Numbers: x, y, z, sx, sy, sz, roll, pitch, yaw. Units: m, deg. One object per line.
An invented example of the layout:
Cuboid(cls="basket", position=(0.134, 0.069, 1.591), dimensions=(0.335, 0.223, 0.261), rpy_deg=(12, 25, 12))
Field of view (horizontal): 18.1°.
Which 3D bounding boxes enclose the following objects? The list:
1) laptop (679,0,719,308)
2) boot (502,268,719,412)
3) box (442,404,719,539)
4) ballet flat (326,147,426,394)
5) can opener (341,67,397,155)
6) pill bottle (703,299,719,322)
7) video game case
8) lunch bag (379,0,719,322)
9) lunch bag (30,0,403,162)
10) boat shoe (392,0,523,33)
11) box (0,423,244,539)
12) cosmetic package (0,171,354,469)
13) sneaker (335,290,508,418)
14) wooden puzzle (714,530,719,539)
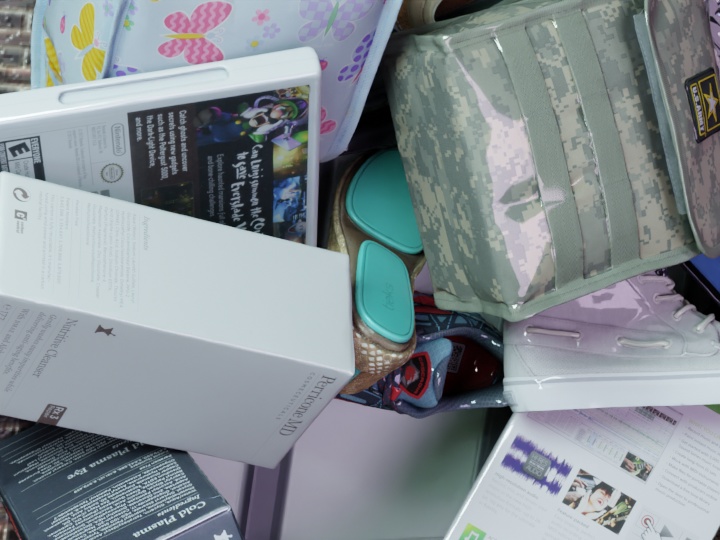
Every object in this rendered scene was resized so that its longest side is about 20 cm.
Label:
Cuboid(cls="laptop", position=(0.253, -0.080, 1.404), dimensions=(0.200, 0.103, 0.177), rpy_deg=(-45, 105, -2))
Cuboid(cls="boot", position=(0.182, 0.032, 1.336), dimensions=(0.199, 0.074, 0.096), rpy_deg=(-2, 87, -4))
Cuboid(cls="box", position=(0.158, 0.118, 1.376), dimensions=(0.144, 0.036, 0.200), rpy_deg=(30, 80, 4))
Cuboid(cls="ballet flat", position=(0.000, 0.000, 1.298), dimensions=(0.070, 0.200, 0.065), rpy_deg=(34, 121, -12))
Cuboid(cls="can opener", position=(0.063, -0.112, 1.346), dimensions=(0.199, 0.079, 0.064), rpy_deg=(-10, 116, -14))
Cuboid(cls="pill bottle", position=(0.201, 0.099, 1.456), dimensions=(0.200, 0.112, 0.112), rpy_deg=(-42, 121, -10))
Cuboid(cls="video game case", position=(-0.112, -0.037, 1.212), dimensions=(0.181, 0.023, 0.200), rpy_deg=(-9, 146, -9))
Cuboid(cls="lunch bag", position=(0.129, -0.077, 1.267), dimensions=(0.199, 0.117, 0.165), rpy_deg=(-18, 101, -24))
Cuboid(cls="lunch bag", position=(-0.086, -0.128, 1.220), dimensions=(0.169, 0.127, 0.200), rpy_deg=(-5, 140, -23))
Cuboid(cls="boat shoe", position=(0.103, -0.190, 1.335), dimensions=(0.200, 0.068, 0.075), rpy_deg=(-33, 119, -15))
Cuboid(cls="box", position=(-0.115, 0.195, 1.274), dimensions=(0.104, 0.182, 0.201), rpy_deg=(-26, 116, -13))
Cuboid(cls="cosmetic package", position=(-0.114, 0.030, 1.187), dimensions=(0.199, 0.081, 0.113), rpy_deg=(14, 142, -19))
Cuboid(cls="sneaker", position=(0.015, 0.045, 1.349), dimensions=(0.199, 0.095, 0.080), rpy_deg=(4, 101, -30))
Cuboid(cls="wooden puzzle", position=(0.203, 0.201, 1.447), dimensions=(0.200, 0.185, 0.037), rpy_deg=(-42, 111, -11))
